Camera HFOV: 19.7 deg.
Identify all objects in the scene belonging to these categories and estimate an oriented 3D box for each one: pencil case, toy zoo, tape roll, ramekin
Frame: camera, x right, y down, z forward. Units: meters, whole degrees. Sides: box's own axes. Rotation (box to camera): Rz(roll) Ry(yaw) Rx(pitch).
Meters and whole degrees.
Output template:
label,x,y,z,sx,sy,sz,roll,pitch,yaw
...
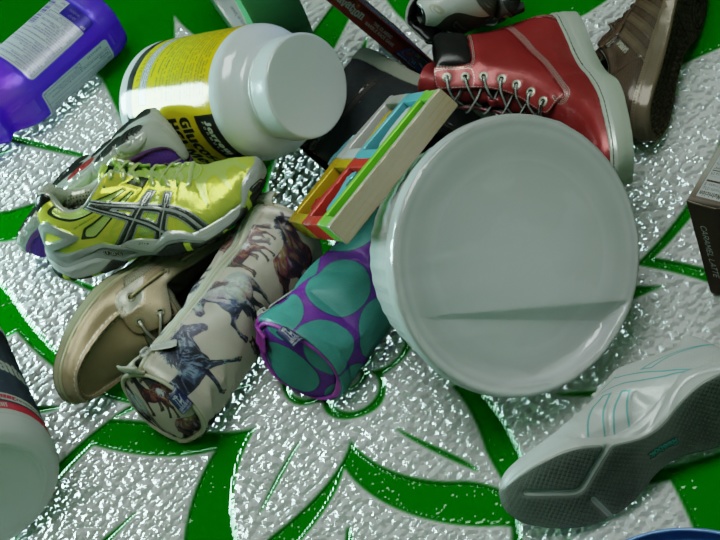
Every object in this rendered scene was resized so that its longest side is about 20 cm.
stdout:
label,x,y,z,sx,sy,sz,roll,pitch,yaw
pencil case,0.000,0.000,1.623,0.092,0.085,0.201,34,67,7
toy zoo,0.004,-0.080,1.579,0.132,0.020,0.200,-51,11,-6
tape roll,-0.113,-0.268,1.817,0.048,0.201,0.201,-33,47,-5
ramekin,0.098,-0.011,1.524,0.202,0.203,0.094,-43,15,-15
pencil case,-0.108,0.035,1.639,0.077,0.090,0.201,14,58,35

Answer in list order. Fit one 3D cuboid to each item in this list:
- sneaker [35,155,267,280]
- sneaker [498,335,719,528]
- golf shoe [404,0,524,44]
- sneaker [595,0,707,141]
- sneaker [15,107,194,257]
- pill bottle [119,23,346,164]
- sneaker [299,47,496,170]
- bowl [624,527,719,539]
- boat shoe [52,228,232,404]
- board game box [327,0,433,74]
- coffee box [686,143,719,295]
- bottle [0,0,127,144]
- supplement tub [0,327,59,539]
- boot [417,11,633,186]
label,x,y,z,sx,sy,sz,roll,pitch,yaw
sneaker,-0.171,-0.055,1.663,0.198,0.077,0.076,-19,27,11
sneaker,0.184,0.115,1.471,0.199,0.071,0.080,-28,31,-4
golf shoe,0.077,-0.231,1.731,0.094,0.078,0.200,-21,3,0
sneaker,0.229,-0.193,1.697,0.075,0.071,0.201,4,53,27
sneaker,-0.215,-0.054,1.747,0.199,0.084,0.081,-30,18,38
pill bottle,-0.105,-0.145,1.731,0.199,0.113,0.113,-2,47,51
sneaker,0.043,-0.100,1.710,0.199,0.075,0.107,29,78,40
bowl,0.207,0.263,1.347,0.199,0.040,0.202,-12,49,14
boat shoe,-0.169,0.033,1.681,0.065,0.072,0.200,21,57,36
board game box,-0.006,-0.223,1.738,0.019,0.200,0.103,-49,48,7
coffee box,0.326,-0.082,1.533,0.079,0.115,0.201,17,61,33
bottle,-0.310,-0.176,1.917,0.200,0.065,0.083,-45,49,-16
supplement tub,-0.329,0.112,1.634,0.140,0.141,0.200,-31,47,-4
boot,0.124,-0.124,1.600,0.143,0.073,0.201,-9,40,-11
